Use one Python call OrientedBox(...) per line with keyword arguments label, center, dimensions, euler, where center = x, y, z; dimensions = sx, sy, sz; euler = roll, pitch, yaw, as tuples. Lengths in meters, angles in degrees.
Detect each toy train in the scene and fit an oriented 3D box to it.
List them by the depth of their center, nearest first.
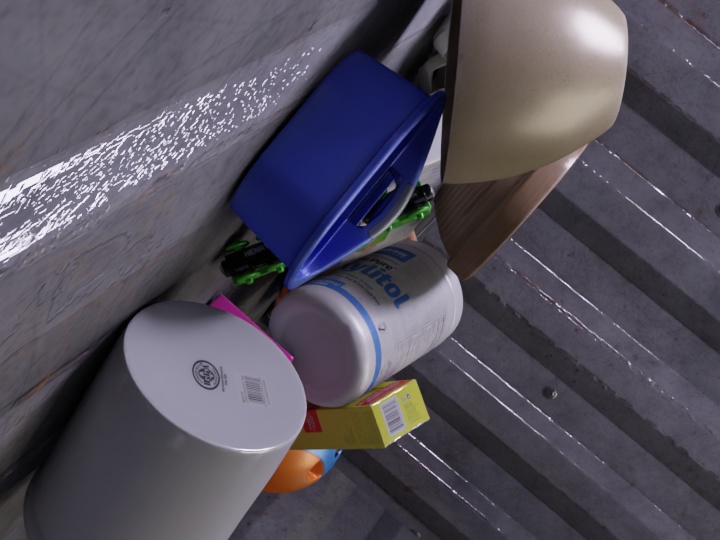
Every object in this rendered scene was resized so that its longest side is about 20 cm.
OrientedBox(label="toy train", center=(-0.029, -0.034, 0.995), dimensions=(0.199, 0.042, 0.056), euler=(-21, 173, -2))

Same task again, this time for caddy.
OrientedBox(label="caddy", center=(-0.010, -0.076, 0.897), dimensions=(0.200, 0.105, 0.141), euler=(-50, 175, 0))

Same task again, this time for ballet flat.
OrientedBox(label="ballet flat", center=(0.097, -0.217, 1.119), dimensions=(0.072, 0.072, 0.200), euler=(-48, 175, -24))

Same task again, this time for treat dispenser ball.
OrientedBox(label="treat dispenser ball", center=(-0.118, 0.218, 1.614), dimensions=(0.201, 0.201, 0.201), euler=(-50, 175, -5))

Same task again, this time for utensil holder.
OrientedBox(label="utensil holder", center=(-0.158, 0.148, 0.904), dimensions=(0.200, 0.170, 0.170), euler=(-56, 173, 30))

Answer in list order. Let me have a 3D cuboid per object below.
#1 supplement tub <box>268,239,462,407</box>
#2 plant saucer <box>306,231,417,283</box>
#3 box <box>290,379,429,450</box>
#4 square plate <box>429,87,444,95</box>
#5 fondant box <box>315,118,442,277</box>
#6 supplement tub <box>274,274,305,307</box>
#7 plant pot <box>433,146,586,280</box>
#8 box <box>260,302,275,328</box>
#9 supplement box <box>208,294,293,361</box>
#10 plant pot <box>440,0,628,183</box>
OrientedBox(label="supplement tub", center=(0.008, 0.053, 1.211), dimensions=(0.200, 0.132, 0.132), euler=(-28, 160, -50))
OrientedBox(label="plant saucer", center=(0.000, 0.000, 1.338), dimensions=(0.037, 0.201, 0.200), euler=(-3, -149, 39))
OrientedBox(label="box", center=(-0.021, 0.159, 1.219), dimensions=(0.075, 0.050, 0.200), euler=(-25, -171, -38))
OrientedBox(label="square plate", center=(0.067, -0.132, 1.190), dimensions=(0.198, 0.028, 0.200), euler=(-35, 164, 21))
OrientedBox(label="fondant box", center=(0.005, -0.072, 1.108), dimensions=(0.144, 0.058, 0.200), euler=(-24, 163, -23))
OrientedBox(label="supplement tub", center=(-0.028, 0.025, 1.446), dimensions=(0.123, 0.122, 0.200), euler=(-53, 175, 27))
OrientedBox(label="plant pot", center=(0.139, -0.093, 1.154), dimensions=(0.201, 0.093, 0.201), euler=(-49, 178, -2))
OrientedBox(label="box", center=(-0.045, 0.076, 1.585), dimensions=(0.040, 0.137, 0.200), euler=(-49, 177, 23))
OrientedBox(label="supplement box", center=(-0.148, 0.118, 1.161), dimensions=(0.101, 0.103, 0.200), euler=(-47, 173, -20))
OrientedBox(label="plant pot", center=(0.139, -0.165, 0.901), dimensions=(0.200, 0.134, 0.201), euler=(5, 90, -89))
